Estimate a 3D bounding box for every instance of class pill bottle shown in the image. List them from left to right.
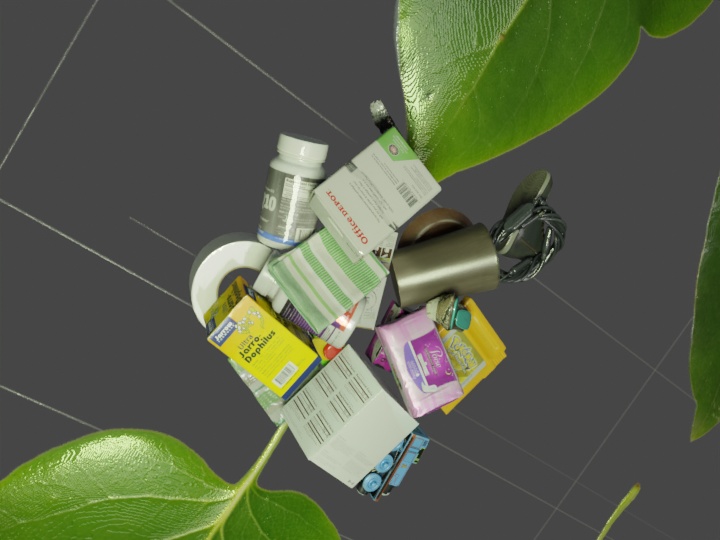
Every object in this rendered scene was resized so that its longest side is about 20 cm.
[{"bbox_3d":[-0.124,-0.147,1.296,0.111,0.114,0.205,7,105,-20],"label":"pill bottle"},{"bbox_3d":[-0.096,0.048,1.281,0.197,0.112,0.113,30,98,-6],"label":"pill bottle"}]

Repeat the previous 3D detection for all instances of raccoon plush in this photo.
[{"bbox_3d":[0.036,-0.213,1.364,0.132,0.097,0.203,-32,90,7],"label":"raccoon plush"}]

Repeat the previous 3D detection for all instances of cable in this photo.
[{"bbox_3d":[0.341,-0.051,1.463,0.200,0.051,0.163,-44,126,7],"label":"cable"}]

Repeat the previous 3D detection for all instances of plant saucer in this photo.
[{"bbox_3d":[0.172,-0.030,1.481,0.195,0.034,0.206,-6,110,-18],"label":"plant saucer"}]

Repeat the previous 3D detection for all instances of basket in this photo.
[{"bbox_3d":[0.161,-0.005,1.390,0.195,0.180,0.140,-14,93,-2],"label":"basket"}]

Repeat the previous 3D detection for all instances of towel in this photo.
[{"bbox_3d":[-0.169,0.213,1.455,0.148,0.031,0.202,-35,113,-7],"label":"towel"},{"bbox_3d":[-0.055,0.000,1.244,0.199,0.023,0.153,-36,82,-36],"label":"towel"}]

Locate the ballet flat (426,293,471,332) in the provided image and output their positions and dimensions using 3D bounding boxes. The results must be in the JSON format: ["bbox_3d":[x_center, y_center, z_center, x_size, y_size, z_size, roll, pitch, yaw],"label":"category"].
[{"bbox_3d":[0.168,0.084,1.365,0.074,0.200,0.070,12,83,20],"label":"ballet flat"}]

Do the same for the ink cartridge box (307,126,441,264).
[{"bbox_3d":[0.023,-0.134,1.246,0.199,0.084,0.146,-39,91,-17],"label":"ink cartridge box"}]

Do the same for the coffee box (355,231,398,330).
[{"bbox_3d":[0.000,0.000,1.388,0.078,0.114,0.205,9,104,-20],"label":"coffee box"}]

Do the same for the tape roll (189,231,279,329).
[{"bbox_3d":[-0.232,0.033,1.345,0.197,0.071,0.208,-6,110,-17],"label":"tape roll"}]

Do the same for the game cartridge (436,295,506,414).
[{"bbox_3d":[0.209,0.185,1.500,0.199,0.032,0.177,-42,114,-4],"label":"game cartridge"}]

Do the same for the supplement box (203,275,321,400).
[{"bbox_3d":[-0.183,0.126,1.293,0.110,0.109,0.200,-46,115,2],"label":"supplement box"}]

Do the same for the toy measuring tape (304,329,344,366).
[{"bbox_3d":[-0.077,0.122,1.414,0.072,0.074,0.202,-28,131,-8],"label":"toy measuring tape"}]

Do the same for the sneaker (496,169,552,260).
[{"bbox_3d":[0.376,-0.116,1.506,0.104,0.075,0.203,18,110,-27],"label":"sneaker"}]

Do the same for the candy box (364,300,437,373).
[{"bbox_3d":[0.127,0.170,1.518,0.197,0.061,0.139,25,98,-25],"label":"candy box"}]

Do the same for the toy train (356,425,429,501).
[{"bbox_3d":[0.067,0.428,1.574,0.113,0.087,0.203,24,99,-30],"label":"toy train"}]

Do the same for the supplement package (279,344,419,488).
[{"bbox_3d":[-0.021,0.304,1.437,0.199,0.147,0.192,-42,137,-1],"label":"supplement package"}]

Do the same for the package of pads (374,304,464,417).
[{"bbox_3d":[0.119,0.183,1.406,0.118,0.076,0.204,-22,84,-9],"label":"package of pads"}]
